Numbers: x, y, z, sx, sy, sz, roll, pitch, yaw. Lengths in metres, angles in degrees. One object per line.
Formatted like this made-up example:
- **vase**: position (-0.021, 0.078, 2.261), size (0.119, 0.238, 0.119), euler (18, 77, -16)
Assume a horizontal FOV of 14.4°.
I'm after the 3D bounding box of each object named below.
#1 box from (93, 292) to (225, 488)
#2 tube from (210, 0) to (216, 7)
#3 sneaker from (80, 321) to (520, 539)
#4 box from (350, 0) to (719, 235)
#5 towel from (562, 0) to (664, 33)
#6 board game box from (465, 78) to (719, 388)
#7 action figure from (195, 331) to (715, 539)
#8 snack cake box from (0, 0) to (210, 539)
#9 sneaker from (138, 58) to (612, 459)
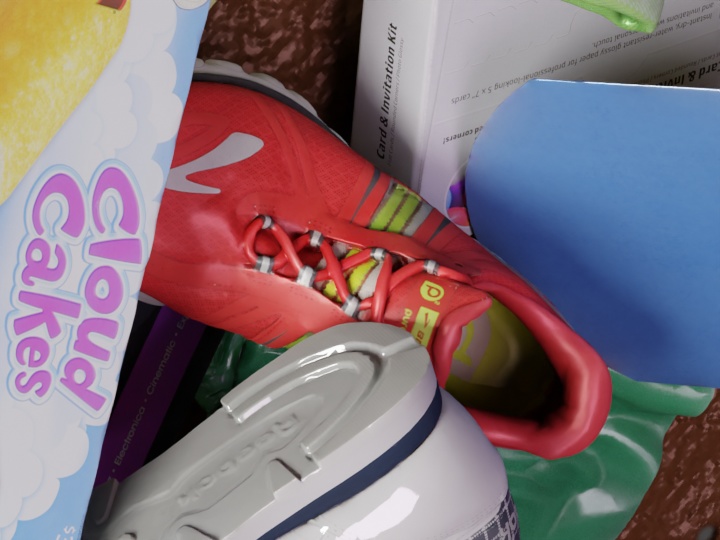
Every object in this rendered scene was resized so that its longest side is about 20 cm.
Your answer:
- **box**: position (-0.127, 0.022, 0.814), size (0.200, 0.036, 0.144), euler (37, 74, -48)
- **tube**: position (-0.036, -0.126, 0.831), size (0.052, 0.058, 0.200), euler (40, 86, -7)
- **sneaker**: position (-0.048, 0.100, 0.798), size (0.199, 0.077, 0.081), euler (-31, 123, 2)
- **box**: position (0.075, -0.115, 0.894), size (0.155, 0.041, 0.201), euler (-20, 133, -29)
- **towel**: position (0.057, -0.180, 0.782), size (0.148, 0.031, 0.202), euler (15, 89, -33)
- **board game box**: position (0.134, -0.020, 0.890), size (0.158, 0.199, 0.039), euler (68, 33, -50)
- **action figure**: position (0.016, 0.040, 0.964), size (0.199, 0.055, 0.119), euler (13, 111, -31)
- **snack cake box**: position (-0.113, -0.021, 0.741), size (0.115, 0.067, 0.202), euler (11, 93, -46)
- **sneaker**: position (0.000, 0.000, 0.840), size (0.199, 0.085, 0.077), euler (25, 93, -34)
